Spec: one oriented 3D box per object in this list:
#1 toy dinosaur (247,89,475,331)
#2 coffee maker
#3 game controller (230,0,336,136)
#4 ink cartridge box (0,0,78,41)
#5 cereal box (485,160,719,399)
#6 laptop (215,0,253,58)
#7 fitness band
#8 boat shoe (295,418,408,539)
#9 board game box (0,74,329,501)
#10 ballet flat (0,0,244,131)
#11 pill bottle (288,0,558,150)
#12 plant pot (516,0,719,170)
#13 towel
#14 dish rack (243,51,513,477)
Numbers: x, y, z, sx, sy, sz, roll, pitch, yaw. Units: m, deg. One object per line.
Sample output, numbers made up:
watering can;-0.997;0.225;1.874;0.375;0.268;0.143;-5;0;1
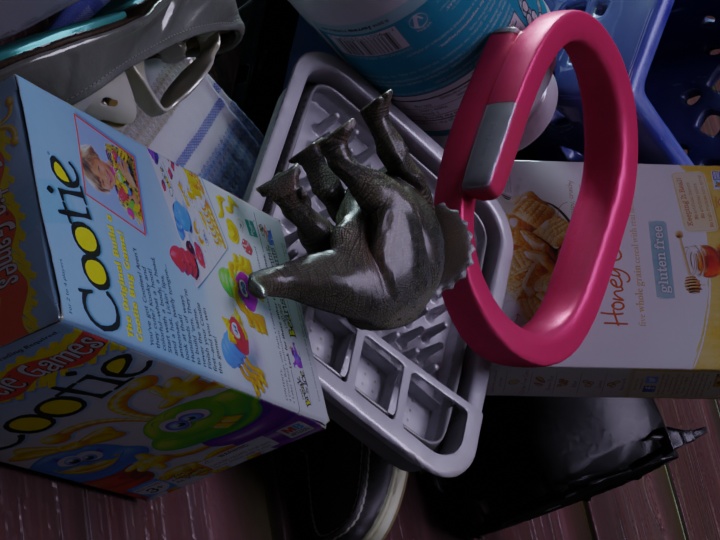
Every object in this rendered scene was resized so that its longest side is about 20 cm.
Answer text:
toy dinosaur;0.007;-0.015;0.862;0.103;0.077;0.200;55;15;-6
coffee maker;0.113;0.042;1.180;0.134;0.191;0.201;-7;72;-51
game controller;-0.030;-0.110;1.083;0.104;0.042;0.202;22;76;-47
ink cartridge box;-0.150;-0.226;0.859;0.201;0.159;0.047;60;21;-17
cereal box;0.123;0.003;1.093;0.040;0.198;0.145;96;-7;-56
laptop;-0.074;-0.249;1.058;0.201;0.103;0.177;53;49;-8
fitness band;0.097;-0.045;1.019;0.144;0.037;0.201;52;50;-43
boat shoe;-0.016;0.062;1.028;0.065;0.073;0.201;29;42;-32
board game box;-0.113;0.016;0.781;0.200;0.102;0.106;30;41;-58
ballet flat;-0.114;-0.096;0.886;0.200;0.067;0.064;-41;113;-53
pill bottle;0.040;-0.142;1.056;0.200;0.110;0.111;44;31;-50
plant pot;0.179;-0.132;1.244;0.200;0.179;0.201;42;62;-38
towel;-0.096;-0.046;0.957;0.200;0.024;0.147;52;37;-21
dish rack;0.000;0.000;0.990;0.171;0.043;0.201;39;44;-23
